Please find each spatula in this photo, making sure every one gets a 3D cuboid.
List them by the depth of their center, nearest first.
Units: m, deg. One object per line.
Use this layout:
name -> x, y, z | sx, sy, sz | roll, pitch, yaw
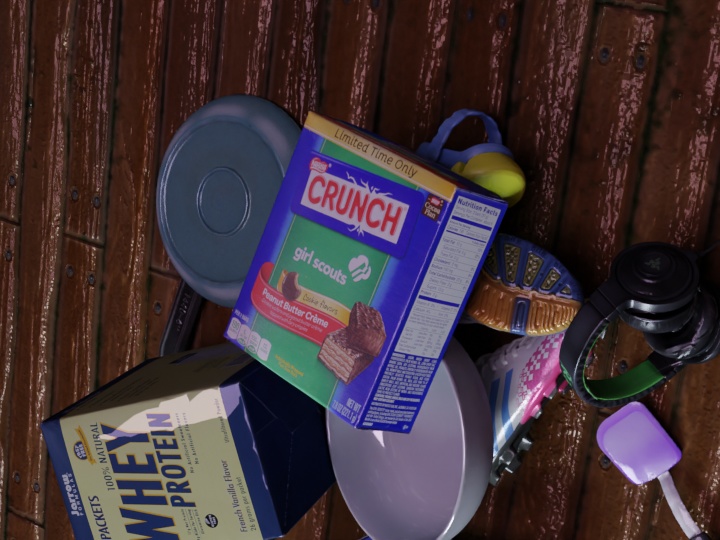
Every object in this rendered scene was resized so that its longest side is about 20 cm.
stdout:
spatula -> 0.263, 0.199, 1.091 | 0.056, 0.020, 0.201 | -39, 79, 31

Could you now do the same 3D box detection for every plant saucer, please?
plant saucer -> -0.123, -0.064, 1.269 | 0.198, 0.027, 0.203 | 2, 93, 33

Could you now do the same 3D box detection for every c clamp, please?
c clamp -> -0.129, 0.084, 1.324 | 0.170, 0.027, 0.202 | 30, 117, 30

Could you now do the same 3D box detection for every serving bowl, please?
serving bowl -> 0.049, 0.131, 1.132 | 0.199, 0.065, 0.203 | 10, 102, 55

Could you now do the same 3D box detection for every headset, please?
headset -> 0.241, 0.031, 1.010 | 0.200, 0.123, 0.094 | -45, 47, 7

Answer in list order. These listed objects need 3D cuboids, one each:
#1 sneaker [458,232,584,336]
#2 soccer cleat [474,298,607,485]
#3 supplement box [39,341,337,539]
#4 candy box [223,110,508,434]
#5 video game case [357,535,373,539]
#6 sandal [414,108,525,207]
sneaker -> 0.098, 0.011, 1.112 | 0.198, 0.088, 0.076 | 14, 83, 30
soccer cleat -> 0.127, 0.089, 1.127 | 0.086, 0.070, 0.201 | 40, 119, 19
supplement box -> -0.136, 0.151, 1.202 | 0.197, 0.200, 0.136 | -13, 97, 22
candy box -> 0.000, 0.000, 1.067 | 0.168, 0.077, 0.202 | 29, 100, 38
video game case -> 0.012, 0.355, 1.221 | 0.202, 0.045, 0.181 | 64, 151, 12
sandal -> 0.061, -0.070, 1.145 | 0.199, 0.079, 0.088 | -28, 51, 40
